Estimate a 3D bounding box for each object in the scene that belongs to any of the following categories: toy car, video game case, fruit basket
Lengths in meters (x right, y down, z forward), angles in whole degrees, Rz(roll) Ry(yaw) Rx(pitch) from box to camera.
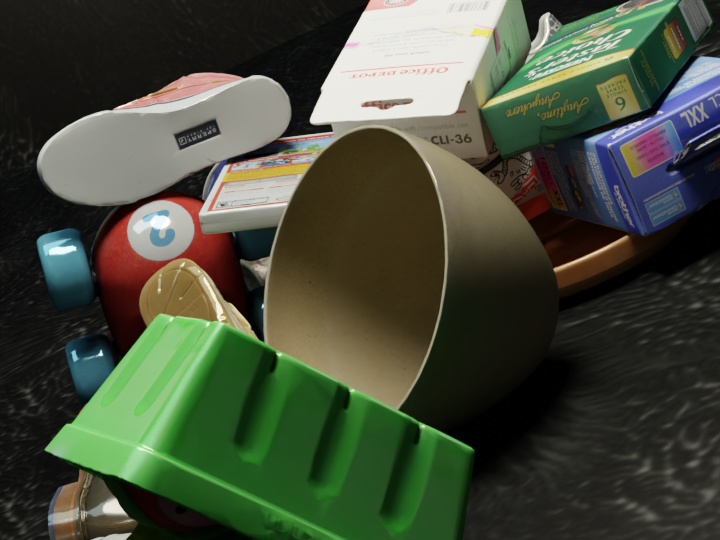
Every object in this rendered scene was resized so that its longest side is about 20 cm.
[{"bbox_3d":[-0.128,0.047,1.465,0.184,0.177,0.200,-15,25,-8],"label":"toy car"},{"bbox_3d":[-0.035,-0.070,1.455,0.142,0.018,0.200,-6,18,6],"label":"video game case"},{"bbox_3d":[-0.066,0.145,0.995,0.215,0.216,0.155,-31,14,-22],"label":"fruit basket"}]

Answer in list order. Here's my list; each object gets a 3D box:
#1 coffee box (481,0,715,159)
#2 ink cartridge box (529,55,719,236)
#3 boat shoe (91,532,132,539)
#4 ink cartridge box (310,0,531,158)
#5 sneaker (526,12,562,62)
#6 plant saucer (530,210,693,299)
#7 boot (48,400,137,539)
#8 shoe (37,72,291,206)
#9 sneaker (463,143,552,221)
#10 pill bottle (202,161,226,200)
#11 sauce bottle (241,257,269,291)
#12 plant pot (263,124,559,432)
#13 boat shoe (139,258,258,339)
[{"bbox_3d":[0.176,-0.150,1.433,0.123,0.044,0.200,-17,16,31],"label":"coffee box"},{"bbox_3d":[0.218,-0.091,1.400,0.136,0.077,0.200,-28,16,-11],"label":"ink cartridge box"},{"bbox_3d":[-0.132,0.193,1.114,0.086,0.075,0.202,-19,5,13],"label":"boat shoe"},{"bbox_3d":[0.046,-0.138,1.444,0.116,0.068,0.200,-2,34,21],"label":"ink cartridge box"},{"bbox_3d":[0.089,-0.135,1.616,0.200,0.081,0.076,-28,16,-4],"label":"sneaker"},{"bbox_3d":[0.161,-0.023,1.461,0.200,0.032,0.200,-25,14,7],"label":"plant saucer"},{"bbox_3d":[-0.146,0.137,1.352,0.097,0.075,0.200,-13,26,9],"label":"boot"},{"bbox_3d":[-0.156,-0.102,1.514,0.199,0.072,0.091,-19,13,-16],"label":"shoe"},{"bbox_3d":[0.136,-0.106,1.519,0.201,0.108,0.067,-29,15,-17],"label":"sneaker"},{"bbox_3d":[-0.081,-0.053,1.825,0.111,0.111,0.200,-27,14,-7],"label":"pill bottle"},{"bbox_3d":[-0.005,-0.027,1.705,0.200,0.065,0.065,-27,14,-16],"label":"sauce bottle"},{"bbox_3d":[0.046,0.018,1.253,0.134,0.201,0.200,10,-8,-34],"label":"plant pot"},{"bbox_3d":[-0.085,0.078,1.327,0.074,0.069,0.200,-34,52,12],"label":"boat shoe"}]
